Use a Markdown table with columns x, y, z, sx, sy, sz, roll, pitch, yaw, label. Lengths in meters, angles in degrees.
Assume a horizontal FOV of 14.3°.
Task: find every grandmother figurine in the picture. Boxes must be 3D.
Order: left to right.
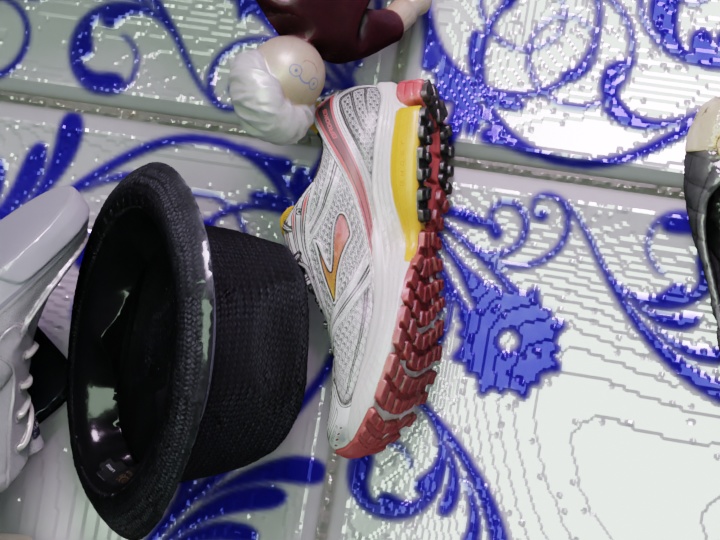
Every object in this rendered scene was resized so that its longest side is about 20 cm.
| x | y | z | sx | sy | sz | roll | pitch | yaw | label |
| --- | --- | --- | --- | --- | --- | --- | --- | --- | --- |
| -0.014 | -0.158 | 1.498 | 0.121 | 0.061 | 0.200 | 29 | 78 | -16 | grandmother figurine |

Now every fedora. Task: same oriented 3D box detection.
| x | y | z | sx | sy | sz | roll | pitch | yaw | label |
| --- | --- | --- | --- | --- | --- | --- | --- | --- | --- |
| -0.083 | 0.042 | 1.486 | 0.091 | 0.200 | 0.201 | 2 | 83 | -26 | fedora |

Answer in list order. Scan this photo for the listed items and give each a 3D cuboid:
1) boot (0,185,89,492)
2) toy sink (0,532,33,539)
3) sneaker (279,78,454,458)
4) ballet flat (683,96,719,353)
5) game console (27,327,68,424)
| x | y | z | sx | sy | sz | roll | pitch | yaw | label |
| --- | --- | --- | --- | --- | --- | --- | --- | --- | --- |
| -0.196 | 0.054 | 1.505 | 0.200 | 0.074 | 0.096 | -45 | 113 | -6 | boot |
| -0.214 | 0.204 | 1.505 | 0.200 | 0.130 | 0.112 | -23 | 79 | 12 | toy sink |
| 0.000 | 0.000 | 1.506 | 0.082 | 0.078 | 0.201 | 0 | 75 | 18 | sneaker |
| 0.205 | 0.007 | 1.457 | 0.066 | 0.057 | 0.201 | -13 | 82 | 11 | ballet flat |
| -0.279 | 0.049 | 1.516 | 0.200 | 0.118 | 0.171 | -41 | 77 | -11 | game console |
